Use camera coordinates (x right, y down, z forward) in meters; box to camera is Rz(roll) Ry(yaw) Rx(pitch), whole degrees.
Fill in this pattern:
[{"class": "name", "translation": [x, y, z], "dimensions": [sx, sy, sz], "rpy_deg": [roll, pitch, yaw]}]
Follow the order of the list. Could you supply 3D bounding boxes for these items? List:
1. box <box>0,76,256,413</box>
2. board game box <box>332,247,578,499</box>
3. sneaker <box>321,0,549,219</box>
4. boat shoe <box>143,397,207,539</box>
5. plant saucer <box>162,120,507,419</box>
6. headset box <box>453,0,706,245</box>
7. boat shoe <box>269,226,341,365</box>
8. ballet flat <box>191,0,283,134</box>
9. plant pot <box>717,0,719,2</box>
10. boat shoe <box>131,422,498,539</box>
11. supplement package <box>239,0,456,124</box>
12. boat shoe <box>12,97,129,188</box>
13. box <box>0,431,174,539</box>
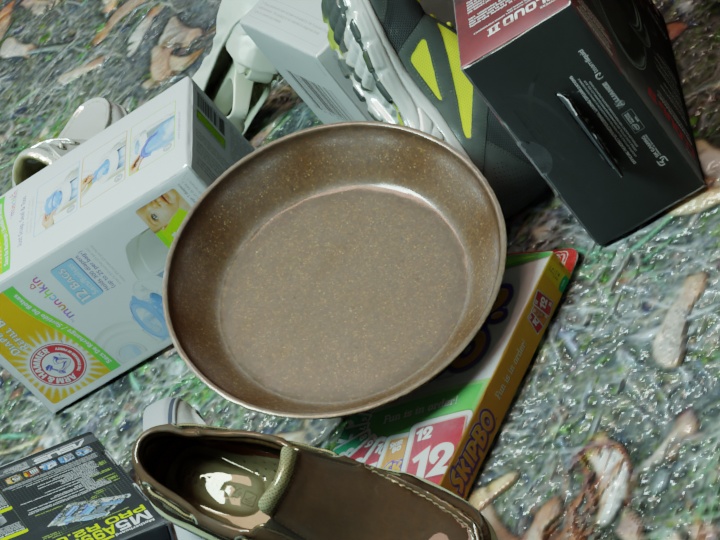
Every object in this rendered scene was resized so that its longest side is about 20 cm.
[{"class": "box", "translation": [-0.157, -0.014, 1.594], "dimensions": [0.199, 0.113, 0.102], "rpy_deg": [-30, 34, 19]}, {"class": "board game box", "translation": [0.047, 0.061, 1.363], "dimensions": [0.095, 0.030, 0.201], "rpy_deg": [-5, 44, 44]}, {"class": "sneaker", "translation": [0.046, -0.116, 1.459], "dimensions": [0.084, 0.201, 0.074], "rpy_deg": [-29, -3, -14]}, {"class": "boat shoe", "translation": [-0.070, 0.130, 1.370], "dimensions": [0.069, 0.071, 0.200], "rpy_deg": [-26, 33, -1]}, {"class": "plant saucer", "translation": [-0.012, 0.006, 1.382], "dimensions": [0.199, 0.037, 0.202], "rpy_deg": [-7, 54, 10]}, {"class": "headset box", "translation": [0.120, -0.124, 1.394], "dimensions": [0.077, 0.149, 0.201], "rpy_deg": [-30, 32, 18]}, {"class": "boat shoe", "translation": [0.000, 0.000, 1.452], "dimensions": [0.062, 0.071, 0.201], "rpy_deg": [-16, 35, 31]}, {"class": "ballet flat", "translation": [-0.074, -0.140, 1.657], "dimensions": [0.200, 0.069, 0.070], "rpy_deg": [-54, 12, 51]}, {"class": "plant pot", "translation": [0.230, -0.231, 1.401], "dimensions": [0.186, 0.187, 0.200], "rpy_deg": [-44, 18, -5]}, {"class": "boat shoe", "translation": [-0.030, 0.124, 1.256], "dimensions": [0.201, 0.075, 0.075], "rpy_deg": [10, 71, 22]}, {"class": "supplement package", "translation": [0.044, -0.181, 1.576], "dimensions": [0.200, 0.117, 0.117], "rpy_deg": [-47, 32, -8]}, {"class": "boat shoe", "translation": [-0.217, -0.065, 1.763], "dimensions": [0.071, 0.069, 0.201], "rpy_deg": [-22, 35, 30]}, {"class": "box", "translation": [-0.217, 0.170, 1.398], "dimensions": [0.199, 0.045, 0.160], "rpy_deg": [-21, 23, -17]}]
